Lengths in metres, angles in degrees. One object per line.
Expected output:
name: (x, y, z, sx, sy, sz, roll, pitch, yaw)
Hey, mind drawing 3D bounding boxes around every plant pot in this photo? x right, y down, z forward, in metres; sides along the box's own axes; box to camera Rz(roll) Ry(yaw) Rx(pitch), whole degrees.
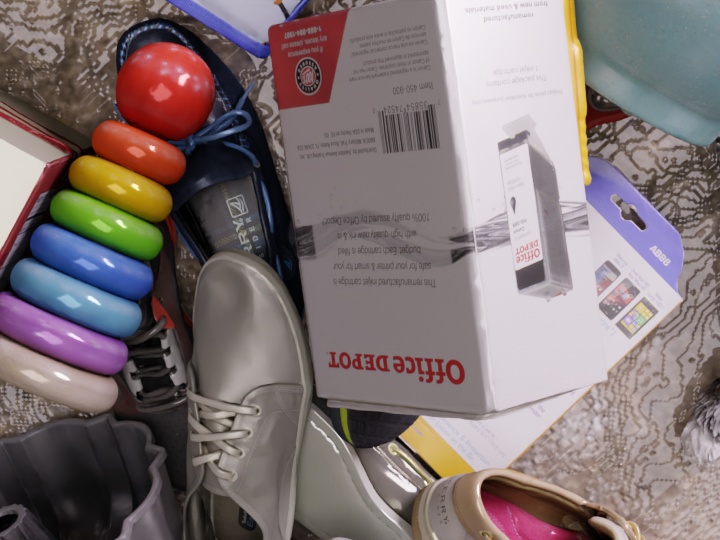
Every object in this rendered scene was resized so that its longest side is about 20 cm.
plant pot: (0.171, -0.152, 0.907, 0.200, 0.200, 0.134, 33, 108, -1)

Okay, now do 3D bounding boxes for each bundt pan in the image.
bundt pan: (-0.188, 0.171, 0.973, 0.201, 0.202, 0.076, -20, 114, 6)

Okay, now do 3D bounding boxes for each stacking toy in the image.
stacking toy: (-0.134, -0.029, 0.925, 0.085, 0.085, 0.201, 24, 90, 0)

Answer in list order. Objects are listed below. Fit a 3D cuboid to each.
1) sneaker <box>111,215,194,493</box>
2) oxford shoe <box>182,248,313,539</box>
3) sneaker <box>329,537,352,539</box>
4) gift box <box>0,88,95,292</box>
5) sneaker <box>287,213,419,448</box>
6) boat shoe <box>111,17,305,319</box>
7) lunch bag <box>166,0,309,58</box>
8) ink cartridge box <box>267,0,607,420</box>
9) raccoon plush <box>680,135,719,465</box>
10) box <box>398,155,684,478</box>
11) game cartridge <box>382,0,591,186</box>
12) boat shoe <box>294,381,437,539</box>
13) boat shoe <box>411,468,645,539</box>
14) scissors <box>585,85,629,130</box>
sneaker: (-0.129, 0.042, 1.004, 0.077, 0.082, 0.201, -18, 96, 6)
oxford shoe: (-0.070, 0.087, 0.969, 0.075, 0.058, 0.201, 13, 112, 28)
sneaker: (-0.078, 0.201, 0.962, 0.200, 0.071, 0.080, -20, 135, -11)
gift box: (-0.281, -0.031, 0.954, 0.186, 0.185, 0.200, 30, 93, -3)
sneaker: (0.000, 0.000, 0.976, 0.074, 0.081, 0.201, 2, 88, -36)
boat shoe: (-0.079, -0.056, 0.994, 0.084, 0.069, 0.200, -30, 95, 7)
lunch bag: (-0.083, -0.237, 0.930, 0.200, 0.124, 0.170, 39, 102, 8)
ink cartridge box: (0.037, -0.035, 0.863, 0.083, 0.147, 0.201, -11, 97, -36)
raccoon plush: (0.216, 0.003, 0.976, 0.134, 0.097, 0.200, 43, 99, 5)
box: (0.093, 0.026, 1.010, 0.200, 0.041, 0.119, -44, 93, 6)
game cartridge: (0.063, -0.136, 0.926, 0.032, 0.176, 0.201, -11, 99, -23)
boat shoe: (0.004, 0.129, 1.019, 0.202, 0.060, 0.072, 47, 130, -1)
boat shoe: (0.128, 0.168, 0.984, 0.199, 0.069, 0.074, 23, 57, -20)
scissors: (0.092, -0.063, 0.972, 0.073, 0.014, 0.200, 38, 77, 3)
